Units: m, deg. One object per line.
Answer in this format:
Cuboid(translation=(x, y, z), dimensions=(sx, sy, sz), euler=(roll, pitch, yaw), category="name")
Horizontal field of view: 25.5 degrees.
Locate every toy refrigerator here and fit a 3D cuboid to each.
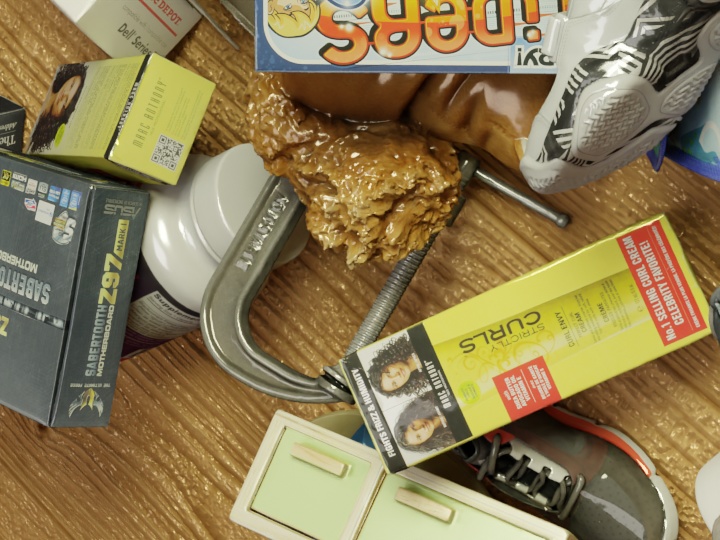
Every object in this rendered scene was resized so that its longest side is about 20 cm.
Cuboid(translation=(0.027, 0.159, 0.965), dimensions=(0.199, 0.070, 0.076), euler=(21, 79, 23), category="toy refrigerator")

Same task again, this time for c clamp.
Cuboid(translation=(0.000, 0.000, 0.965), dimensions=(0.170, 0.027, 0.201), euler=(37, 93, 14), category="c clamp")

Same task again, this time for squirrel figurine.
Cuboid(translation=(0.039, -0.096, 0.910), dimensions=(0.186, 0.142, 0.201), euler=(34, 100, 3), category="squirrel figurine")

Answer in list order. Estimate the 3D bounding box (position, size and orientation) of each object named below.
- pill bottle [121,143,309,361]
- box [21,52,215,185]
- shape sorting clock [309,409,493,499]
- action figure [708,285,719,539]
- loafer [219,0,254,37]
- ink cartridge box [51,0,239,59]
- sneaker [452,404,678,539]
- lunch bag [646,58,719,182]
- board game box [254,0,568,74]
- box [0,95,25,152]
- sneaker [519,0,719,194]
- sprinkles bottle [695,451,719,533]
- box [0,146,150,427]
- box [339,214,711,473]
Cuboid(translation=(-0.130, -0.013, 1.087), dimensions=(0.199, 0.111, 0.112), euler=(-24, 89, 40), category="pill bottle")
Cuboid(translation=(-0.166, -0.099, 1.063), dimensions=(0.200, 0.050, 0.076), euler=(7, 75, 61), category="box")
Cuboid(translation=(0.022, 0.184, 1.073), dimensions=(0.199, 0.039, 0.201), euler=(17, 124, 27), category="shape sorting clock")
Cuboid(translation=(0.222, 0.059, 0.745), dimensions=(0.200, 0.104, 0.195), euler=(-17, 75, 57), category="action figure")
Cuboid(translation=(-0.080, -0.207, 1.014), dimensions=(0.076, 0.068, 0.201), euler=(-44, 75, 38), category="loafer")
Cuboid(translation=(-0.181, -0.203, 1.058), dimensions=(0.067, 0.117, 0.200), euler=(-46, 70, 1), category="ink cartridge box")
Cuboid(translation=(0.098, 0.116, 0.963), dimensions=(0.200, 0.082, 0.077), euler=(39, 125, 23), category="sneaker")
Cuboid(translation=(0.203, -0.132, 0.783), dimensions=(0.200, 0.127, 0.171), euler=(27, 121, 55), category="lunch bag")
Cuboid(translation=(0.044, -0.169, 0.816), dimensions=(0.198, 0.034, 0.136), euler=(-1, 99, -1), category="board game box")
Cuboid(translation=(-0.367, -0.040, 1.212), dimensions=(0.104, 0.200, 0.183), euler=(27, 120, 29), category="box")
Cuboid(translation=(0.116, -0.135, 0.733), dimensions=(0.115, 0.075, 0.200), euler=(55, 132, 27), category="sneaker")
Cuboid(translation=(0.263, 0.079, 0.829), dimensions=(0.068, 0.068, 0.200), euler=(52, 128, 13), category="sprinkles bottle")
Cuboid(translation=(-0.230, 0.004, 1.070), dimensions=(0.199, 0.051, 0.159), euler=(18, 100, 45), category="box")
Cuboid(translation=(0.094, 0.042, 0.897), dimensions=(0.199, 0.050, 0.076), euler=(-24, 87, 10), category="box")
